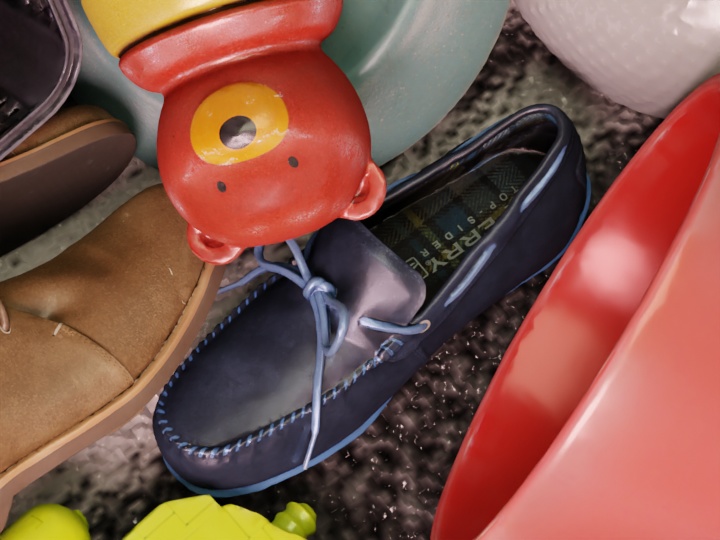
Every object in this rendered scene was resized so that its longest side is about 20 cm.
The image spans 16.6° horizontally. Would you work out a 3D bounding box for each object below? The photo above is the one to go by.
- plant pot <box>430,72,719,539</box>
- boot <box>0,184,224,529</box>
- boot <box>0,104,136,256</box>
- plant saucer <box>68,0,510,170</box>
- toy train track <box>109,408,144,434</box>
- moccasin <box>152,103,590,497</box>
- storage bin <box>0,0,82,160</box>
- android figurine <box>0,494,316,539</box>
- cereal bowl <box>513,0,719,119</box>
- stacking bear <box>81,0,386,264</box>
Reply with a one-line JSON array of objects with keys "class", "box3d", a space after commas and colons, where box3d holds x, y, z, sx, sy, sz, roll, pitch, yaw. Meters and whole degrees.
[{"class": "plant pot", "box3d": [0.148, 0.061, 0.865, 0.177, 0.200, 0.201, 31, 71, -6]}, {"class": "boot", "box3d": [-0.124, 0.026, 0.862, 0.200, 0.073, 0.076, -46, 124, -26]}, {"class": "boot", "box3d": [-0.182, -0.030, 0.915, 0.199, 0.074, 0.076, -22, 69, -9]}, {"class": "plant saucer", "box3d": [-0.040, -0.129, 0.935, 0.198, 0.036, 0.202, 0, 92, 11]}, {"class": "toy train track", "box3d": [-0.170, 0.088, 0.899, 0.199, 0.033, 0.115, -27, 69, -19]}, {"class": "moccasin", "box3d": [0.000, 0.000, 0.916, 0.080, 0.068, 0.200, 39, 67, 24]}, {"class": "storage bin", "box3d": [-0.206, -0.069, 0.831, 0.093, 0.136, 0.200, 32, 64, 33]}, {"class": "android figurine", "box3d": [-0.070, 0.162, 0.863, 0.182, 0.041, 0.200, 47, 62, 1]}, {"class": "cereal bowl", "box3d": [0.129, -0.162, 0.931, 0.199, 0.083, 0.202, -10, 70, 29]}, {"class": "stacking bear", "box3d": [-0.052, -0.106, 0.861, 0.120, 0.114, 0.202, -16, 87, 3]}]
